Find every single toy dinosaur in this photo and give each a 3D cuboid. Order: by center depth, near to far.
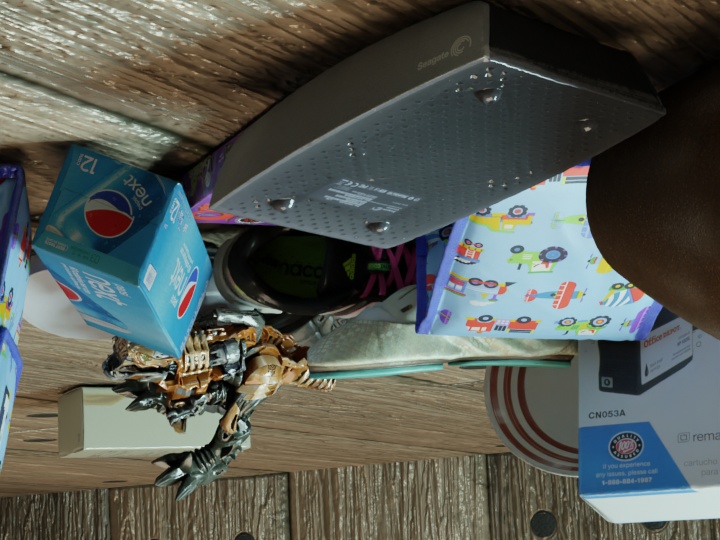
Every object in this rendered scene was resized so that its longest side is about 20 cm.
[{"bbox_3d":[-0.093,0.077,1.317,0.199,0.103,0.136,23,124,-29],"label":"toy dinosaur"}]

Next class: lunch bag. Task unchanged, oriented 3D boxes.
[{"bbox_3d":[-0.236,0.055,1.107,0.093,0.202,0.151,-1,170,-9],"label":"lunch bag"},{"bbox_3d":[0.121,-0.032,1.132,0.149,0.095,0.200,2,160,-9],"label":"lunch bag"}]

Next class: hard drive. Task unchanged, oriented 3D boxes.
[{"bbox_3d":[0.032,-0.066,0.925,0.134,0.043,0.199,11,155,-39],"label":"hard drive"}]

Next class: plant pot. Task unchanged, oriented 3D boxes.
[{"bbox_3d":[0.207,-0.033,0.925,0.185,0.189,0.199,4,-179,-34],"label":"plant pot"}]

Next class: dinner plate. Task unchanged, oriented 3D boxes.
[{"bbox_3d":[0.181,0.064,1.362,0.198,0.202,0.024,-8,140,27],"label":"dinner plate"}]

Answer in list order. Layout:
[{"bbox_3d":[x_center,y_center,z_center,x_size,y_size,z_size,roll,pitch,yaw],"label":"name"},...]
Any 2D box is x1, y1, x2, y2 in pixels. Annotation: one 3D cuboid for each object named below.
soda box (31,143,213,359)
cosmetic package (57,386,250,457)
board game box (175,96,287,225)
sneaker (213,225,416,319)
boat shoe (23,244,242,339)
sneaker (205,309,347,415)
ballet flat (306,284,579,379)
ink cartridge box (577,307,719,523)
[{"bbox_3d":[-0.136,-0.006,1.138,0.067,0.065,0.200,20,166,6],"label":"soda box"},{"bbox_3d":[-0.233,0.170,2.169,0.198,0.072,0.105,2,169,-26],"label":"cosmetic package"},{"bbox_3d":[-0.023,-0.057,1.089,0.119,0.033,0.200,6,168,-22],"label":"board game box"},{"bbox_3d":[0.000,0.000,1.268,0.197,0.075,0.087,2,176,0],"label":"sneaker"},{"bbox_3d":[-0.158,0.007,1.303,0.199,0.057,0.069,9,133,-46],"label":"boat shoe"},{"bbox_3d":[-0.046,0.026,1.425,0.198,0.091,0.076,-23,141,0],"label":"sneaker"},{"bbox_3d":[0.051,0.035,1.244,0.198,0.063,0.067,-1,179,-27],"label":"ballet flat"},{"bbox_3d":[0.219,0.054,1.252,0.144,0.202,0.084,-7,158,23],"label":"ink cartridge box"}]
